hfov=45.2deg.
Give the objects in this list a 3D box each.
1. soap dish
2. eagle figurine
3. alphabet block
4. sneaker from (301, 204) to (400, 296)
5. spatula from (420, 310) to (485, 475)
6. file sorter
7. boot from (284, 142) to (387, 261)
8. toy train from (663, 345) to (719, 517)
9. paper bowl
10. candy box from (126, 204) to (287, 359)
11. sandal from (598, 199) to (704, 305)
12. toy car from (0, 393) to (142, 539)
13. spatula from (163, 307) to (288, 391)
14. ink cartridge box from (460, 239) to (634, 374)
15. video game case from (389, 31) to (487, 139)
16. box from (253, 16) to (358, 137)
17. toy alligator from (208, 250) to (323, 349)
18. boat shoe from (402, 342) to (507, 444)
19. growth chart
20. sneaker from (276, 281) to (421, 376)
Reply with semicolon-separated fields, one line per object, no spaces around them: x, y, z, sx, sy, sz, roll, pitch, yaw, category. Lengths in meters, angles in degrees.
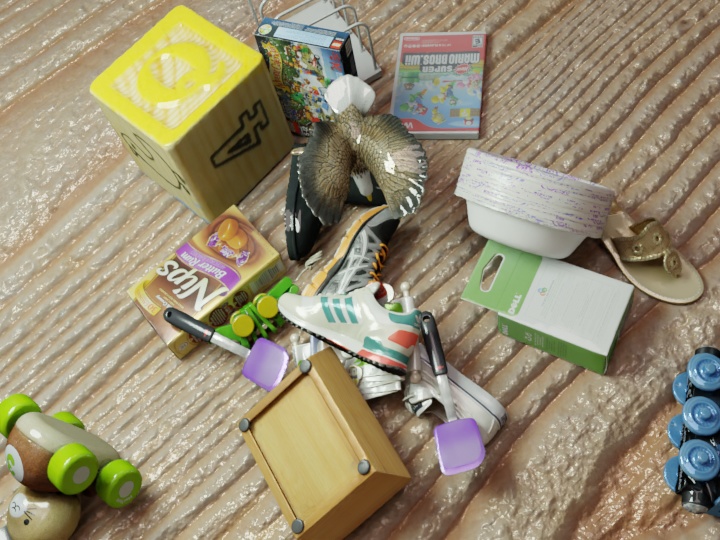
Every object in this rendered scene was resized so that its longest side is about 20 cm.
-0.052;0.214;1.041;0.157;0.081;0.201;-42;59;12;soap dish
-0.004;-0.150;1.149;0.152;0.150;0.201;-48;23;14;eagle figurine
-0.241;-0.228;1.280;0.194;0.201;0.197;34;72;26;alphabet block
0.000;0.000;1.181;0.077;0.078;0.201;32;81;23;sneaker
0.102;0.142;1.038;0.056;0.021;0.203;-14;69;4;spatula
-0.078;-0.381;1.376;0.137;0.125;0.201;-29;59;-6;file sorter
-0.023;-0.107;1.248;0.159;0.074;0.201;1;63;5;boot
0.416;0.185;0.988;0.112;0.087;0.203;13;62;8;toy train
0.219;-0.083;1.119;0.198;0.200;0.106;21;101;21;paper bowl
-0.216;0.015;1.225;0.199;0.057;0.117;-41;63;-10;candy box
0.361;-0.044;1.130;0.077;0.070;0.212;-35;61;-9;sandal
-0.401;0.287;1.068;0.163;0.158;0.202;25;80;36;toy car
-0.179;0.093;1.130;0.198;0.021;0.057;25;83;18;spatula
0.239;0.042;1.113;0.198;0.060;0.105;21;67;21;ink cartridge box
0.121;-0.290;1.346;0.140;0.018;0.203;2;62;12;video game case
-0.067;-0.270;1.267;0.135;0.201;0.038;15;60;19;box
-0.117;0.053;1.187;0.199;0.059;0.055;-37;101;-9;toy alligator
0.085;0.150;1.083;0.199;0.071;0.070;35;70;19;boat shoe
-0.008;0.104;1.103;0.198;0.018;0.147;-23;68;24;growth chart
-0.010;0.053;1.072;0.198;0.070;0.095;23;83;31;sneaker
